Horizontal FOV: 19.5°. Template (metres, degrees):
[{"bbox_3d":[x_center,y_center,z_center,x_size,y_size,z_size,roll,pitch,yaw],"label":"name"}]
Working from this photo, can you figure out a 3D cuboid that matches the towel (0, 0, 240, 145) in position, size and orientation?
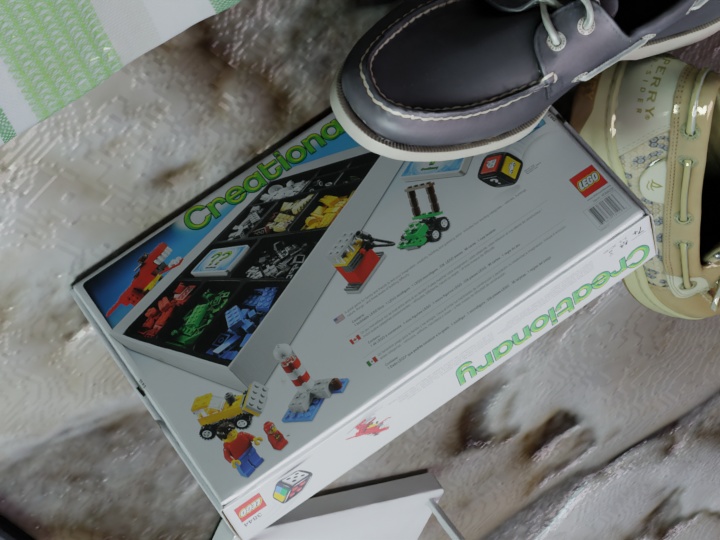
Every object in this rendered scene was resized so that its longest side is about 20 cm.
[{"bbox_3d":[-0.134,-0.084,0.685,0.200,0.031,0.149,-35,146,-6],"label":"towel"}]

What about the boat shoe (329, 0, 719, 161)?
[{"bbox_3d":[0.076,-0.105,0.815,0.200,0.073,0.063,-24,161,-26],"label":"boat shoe"}]

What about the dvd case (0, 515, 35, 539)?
[{"bbox_3d":[-0.240,0.161,0.888,0.200,0.018,0.143,-39,147,-1],"label":"dvd case"}]

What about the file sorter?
[{"bbox_3d":[-0.020,0.228,1.088,0.138,0.125,0.200,-7,136,-39],"label":"file sorter"}]

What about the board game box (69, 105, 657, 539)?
[{"bbox_3d":[0.000,0.000,0.829,0.200,0.126,0.035,-34,147,-7],"label":"board game box"}]

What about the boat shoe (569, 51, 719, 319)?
[{"bbox_3d":[0.148,-0.031,0.931,0.200,0.062,0.074,46,58,-57],"label":"boat shoe"}]
